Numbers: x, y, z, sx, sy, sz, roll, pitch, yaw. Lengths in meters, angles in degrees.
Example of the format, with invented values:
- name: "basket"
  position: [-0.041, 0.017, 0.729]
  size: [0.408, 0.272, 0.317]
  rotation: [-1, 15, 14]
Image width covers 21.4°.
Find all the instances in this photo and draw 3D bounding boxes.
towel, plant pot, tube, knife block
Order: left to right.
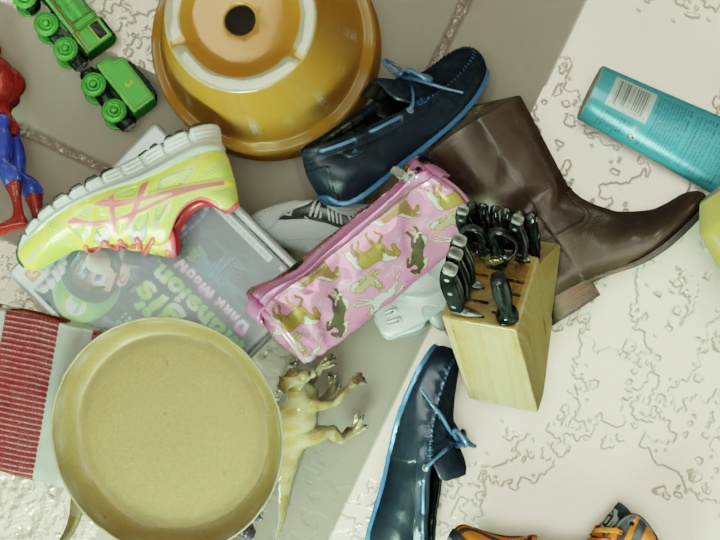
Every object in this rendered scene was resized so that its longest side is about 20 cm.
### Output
- name: "towel"
  position: [-0.236, 0.116, 1.613]
  size: [0.200, 0.023, 0.144]
  rotation: [13, 99, 9]
- name: "plant pot"
  position: [-0.157, 0.135, 1.575]
  size: [0.200, 0.027, 0.200]
  rotation: [2, 99, 12]
- name: "plant pot"
  position: [-0.089, -0.200, 1.608]
  size: [0.200, 0.183, 0.200]
  rotation: [0, 88, 5]
- name: "knife block"
  position: [0.104, 0.038, 1.533]
  size: [0.064, 0.176, 0.200]
  rotation: [11, 109, 19]
- name: "tube"
  position: [0.286, -0.110, 1.642]
  size: [0.200, 0.050, 0.077]
  rotation: [27, 103, 1]

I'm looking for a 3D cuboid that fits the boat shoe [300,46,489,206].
- name: "boat shoe"
  position: [0.033, -0.135, 1.614]
  size: [0.200, 0.084, 0.069]
  rotation: [-46, 114, -29]

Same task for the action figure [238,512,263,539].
- name: "action figure"
  position: [-0.146, 0.243, 1.651]
  size: [0.130, 0.069, 0.200]
  rotation: [-7, 94, -9]

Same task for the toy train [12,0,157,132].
- name: "toy train"
  position: [-0.254, -0.211, 1.698]
  size: [0.056, 0.042, 0.200]
  rotation: [-37, 85, -7]

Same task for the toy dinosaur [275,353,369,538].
- name: "toy dinosaur"
  position: [-0.049, 0.133, 1.644]
  size: [0.101, 0.200, 0.058]
  rotation: [-24, 51, -29]

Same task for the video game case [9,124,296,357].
- name: "video game case"
  position: [-0.167, 0.008, 1.625]
  size: [0.200, 0.023, 0.182]
  rotation: [45, 92, 2]

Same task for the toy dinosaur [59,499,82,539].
- name: "toy dinosaur"
  position: [-0.238, 0.144, 1.676]
  size: [0.101, 0.058, 0.200]
  rotation: [-14, 79, 21]

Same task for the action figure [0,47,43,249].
- name: "action figure"
  position: [-0.336, -0.111, 1.678]
  size: [0.099, 0.065, 0.200]
  rotation: [-17, 66, 15]

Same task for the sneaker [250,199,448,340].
- name: "sneaker"
  position: [0.000, 0.000, 1.647]
  size: [0.200, 0.075, 0.115]
  rotation: [3, 85, 2]

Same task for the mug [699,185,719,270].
- name: "mug"
  position: [0.361, -0.022, 1.556]
  size: [0.149, 0.187, 0.153]
  rotation: [-37, 87, -6]

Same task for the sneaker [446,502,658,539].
- name: "sneaker"
  position: [0.179, 0.240, 1.630]
  size: [0.200, 0.078, 0.112]
  rotation: [27, 86, -5]

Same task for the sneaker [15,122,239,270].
- name: "sneaker"
  position: [-0.190, -0.042, 1.579]
  size: [0.200, 0.078, 0.090]
  rotation: [-28, 90, 2]

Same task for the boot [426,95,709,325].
- name: "boot"
  position: [0.178, -0.083, 1.628]
  size: [0.186, 0.064, 0.200]
  rotation: [-34, 87, -8]

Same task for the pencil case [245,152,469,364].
- name: "pencil case"
  position: [0.001, -0.008, 1.570]
  size: [0.200, 0.083, 0.087]
  rotation: [-40, 96, -1]

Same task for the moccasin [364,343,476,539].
- name: "moccasin"
  position: [0.063, 0.164, 1.640]
  size: [0.068, 0.080, 0.200]
  rotation: [17, 103, 20]
